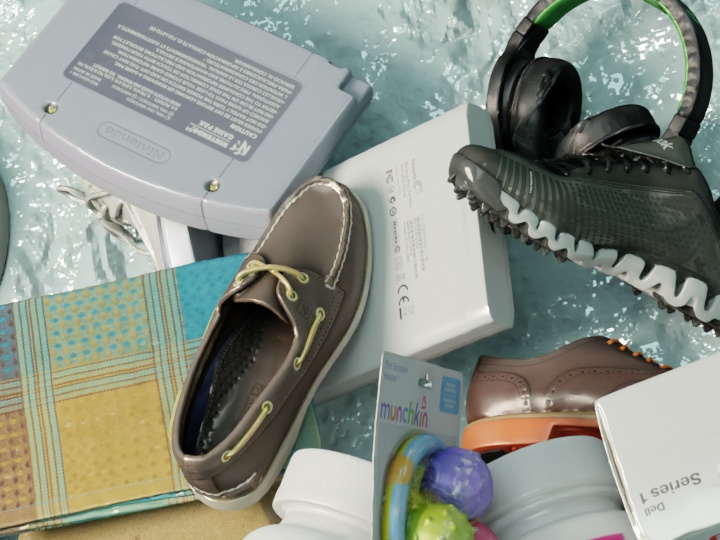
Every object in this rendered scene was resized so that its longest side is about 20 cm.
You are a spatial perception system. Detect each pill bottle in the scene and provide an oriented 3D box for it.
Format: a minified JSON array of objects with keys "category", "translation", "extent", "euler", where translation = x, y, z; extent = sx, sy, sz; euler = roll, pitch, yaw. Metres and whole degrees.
[{"category":"pill bottle","translation":[0.122,0.198,1.240],"extent":[0.113,0.113,0.201],"euler":[-25,65,9]},{"category":"pill bottle","translation":[-0.030,0.203,1.235],"extent":[0.109,0.110,0.201],"euler":[14,70,23]}]

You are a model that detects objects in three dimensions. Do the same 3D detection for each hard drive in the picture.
[{"category":"hard drive","translation":[0.000,0.000,1.357],"extent":[0.199,0.026,0.133],"euler":[-24,61,38]}]

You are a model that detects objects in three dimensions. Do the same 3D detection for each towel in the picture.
[{"category":"towel","translation":[-0.124,0.069,1.346],"extent":[0.198,0.022,0.148],"euler":[-12,62,6]}]

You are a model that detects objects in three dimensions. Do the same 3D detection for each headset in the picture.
[{"category":"headset","translation":[0.117,-0.079,1.353],"extent":[0.123,0.094,0.201],"euler":[34,101,27]}]

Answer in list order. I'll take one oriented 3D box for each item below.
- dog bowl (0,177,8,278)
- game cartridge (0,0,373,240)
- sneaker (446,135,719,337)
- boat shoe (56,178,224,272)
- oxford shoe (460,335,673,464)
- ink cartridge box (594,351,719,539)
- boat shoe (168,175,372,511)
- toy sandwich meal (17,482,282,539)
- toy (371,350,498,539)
[{"category":"dog bowl","translation":[-0.327,-0.021,1.508],"extent":[0.198,0.059,0.202],"euler":[-6,70,16]},{"category":"game cartridge","translation":[-0.109,-0.098,1.406],"extent":[0.199,0.042,0.134],"euler":[26,67,20]},{"category":"sneaker","translation":[0.138,-0.041,1.285],"extent":[0.091,0.199,0.066],"euler":[-64,25,2]},{"category":"boat shoe","translation":[-0.143,-0.055,1.447],"extent":[0.086,0.075,0.203],"euler":[-22,63,10]},{"category":"oxford shoe","translation":[0.151,0.066,1.304],"extent":[0.198,0.071,0.073],"euler":[-5,63,17]},{"category":"ink cartridge box","translation":[0.214,0.102,1.194],"extent":[0.145,0.200,0.085],"euler":[-22,66,10]},{"category":"boat shoe","translation":[-0.049,0.032,1.299],"extent":[0.071,0.060,0.201],"euler":[16,70,22]},{"category":"toy sandwich meal","translation":[-0.105,0.184,1.349],"extent":[0.203,0.070,0.207],"euler":[-7,68,17]},{"category":"toy","translation":[0.043,0.148,1.191],"extent":[0.047,0.115,0.202],"euler":[3,84,22]}]
